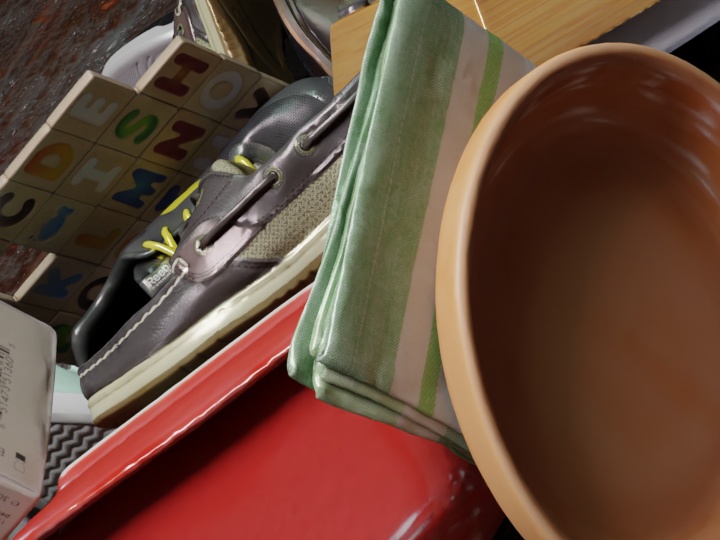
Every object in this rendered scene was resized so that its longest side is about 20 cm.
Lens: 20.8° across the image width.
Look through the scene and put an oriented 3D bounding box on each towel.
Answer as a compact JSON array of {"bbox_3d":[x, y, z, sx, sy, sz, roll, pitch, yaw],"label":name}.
[{"bbox_3d":[0.062,0.006,0.709,0.023,0.200,0.154,-9,60,45],"label":"towel"}]

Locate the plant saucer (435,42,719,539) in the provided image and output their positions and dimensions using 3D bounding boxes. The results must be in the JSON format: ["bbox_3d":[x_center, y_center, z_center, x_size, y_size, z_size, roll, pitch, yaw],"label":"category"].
[{"bbox_3d":[0.098,0.022,0.687,0.037,0.200,0.201,-17,38,48],"label":"plant saucer"}]

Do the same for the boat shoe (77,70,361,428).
[{"bbox_3d":[-0.034,-0.016,0.759,0.200,0.066,0.072,-38,-11,13],"label":"boat shoe"}]

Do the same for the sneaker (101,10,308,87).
[{"bbox_3d":[-0.060,-0.157,1.193,0.199,0.073,0.112,-19,34,18],"label":"sneaker"}]

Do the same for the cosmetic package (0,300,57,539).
[{"bbox_3d":[-0.203,0.103,0.777,0.200,0.071,0.105,-49,27,25],"label":"cosmetic package"}]

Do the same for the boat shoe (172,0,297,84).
[{"bbox_3d":[-0.078,-0.116,1.090,0.065,0.073,0.201,-31,65,29],"label":"boat shoe"}]

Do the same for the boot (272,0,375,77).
[{"bbox_3d":[0.016,-0.124,1.052,0.097,0.075,0.201,-28,54,2],"label":"boot"}]

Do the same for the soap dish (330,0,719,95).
[{"bbox_3d":[0.092,-0.126,0.898,0.199,0.082,0.157,-32,9,-26],"label":"soap dish"}]

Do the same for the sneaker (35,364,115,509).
[{"bbox_3d":[-0.137,0.059,0.917,0.118,0.199,0.074,-92,22,-62],"label":"sneaker"}]

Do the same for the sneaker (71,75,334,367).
[{"bbox_3d":[-0.068,-0.010,0.969,0.200,0.074,0.085,-52,-11,18],"label":"sneaker"}]

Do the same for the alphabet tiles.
[{"bbox_3d":[-0.123,-0.030,0.988,0.200,0.167,0.008,-47,60,16],"label":"alphabet tiles"}]

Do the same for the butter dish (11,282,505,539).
[{"bbox_3d":[-0.010,0.102,0.766,0.200,0.148,0.199,-36,-12,6],"label":"butter dish"}]

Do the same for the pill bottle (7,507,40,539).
[{"bbox_3d":[-0.180,0.179,0.870,0.109,0.109,0.201,-31,33,16],"label":"pill bottle"}]
